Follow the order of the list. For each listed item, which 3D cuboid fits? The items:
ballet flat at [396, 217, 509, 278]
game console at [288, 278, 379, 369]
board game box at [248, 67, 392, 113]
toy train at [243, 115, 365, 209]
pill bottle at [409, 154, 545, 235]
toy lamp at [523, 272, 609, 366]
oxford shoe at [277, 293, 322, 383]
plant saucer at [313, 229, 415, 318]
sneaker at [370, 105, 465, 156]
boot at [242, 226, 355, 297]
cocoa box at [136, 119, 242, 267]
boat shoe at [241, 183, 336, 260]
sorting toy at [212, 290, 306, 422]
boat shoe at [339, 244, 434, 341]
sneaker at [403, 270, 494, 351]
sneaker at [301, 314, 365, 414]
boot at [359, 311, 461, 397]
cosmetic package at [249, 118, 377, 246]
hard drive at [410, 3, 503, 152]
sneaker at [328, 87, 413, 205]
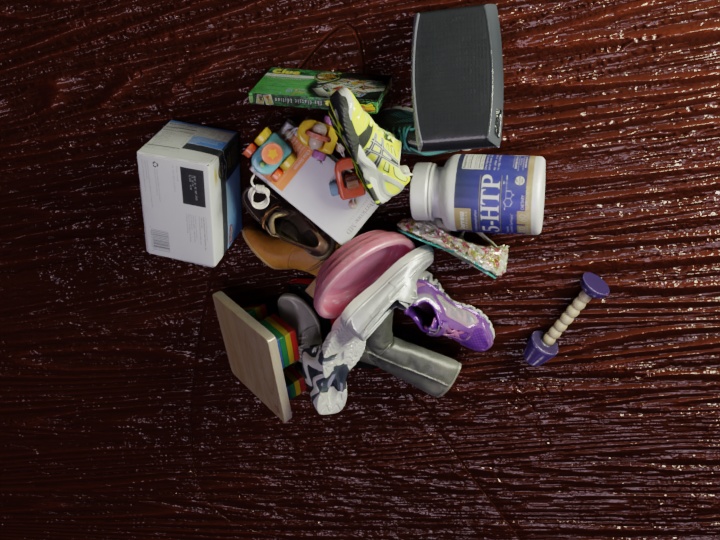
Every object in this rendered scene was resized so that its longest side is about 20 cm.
[{"bbox_3d":[0.159,-0.054,1.339,0.199,0.076,0.064,25,97,-6],"label":"ballet flat"},{"bbox_3d":[-0.038,0.102,1.526,0.175,0.031,0.201,4,124,21],"label":"game console"},{"bbox_3d":[-0.059,-0.275,1.219,0.198,0.105,0.024,7,128,13],"label":"board game box"},{"bbox_3d":[-0.082,-0.158,1.243,0.198,0.056,0.152,-8,102,-3],"label":"toy train"},{"bbox_3d":[0.182,-0.119,1.243,0.198,0.120,0.121,3,125,15],"label":"pill bottle"},{"bbox_3d":[0.345,0.089,1.377,0.058,0.058,0.201,28,125,-3],"label":"toy lamp"},{"bbox_3d":[-0.111,0.133,1.523,0.075,0.058,0.201,0,122,25],"label":"oxford shoe"},{"bbox_3d":[0.000,0.000,1.356,0.051,0.200,0.201,54,130,21],"label":"plant saucer"},{"bbox_3d":[0.080,-0.209,1.224,0.198,0.091,0.078,-2,107,18],"label":"sneaker"},{"bbox_3d":[-0.096,-0.052,1.418,0.201,0.071,0.144,39,117,-8],"label":"boot"},{"bbox_3d":[-0.285,-0.132,1.371,0.132,0.132,0.201,11,126,10],"label":"cocoa box"},{"bbox_3d":[-0.131,-0.088,1.355,0.200,0.072,0.072,39,99,20],"label":"boat shoe"},{"bbox_3d":[-0.185,0.150,1.527,0.198,0.069,0.201,33,141,43],"label":"sorting toy"},{"bbox_3d":[0.058,0.039,1.343,0.069,0.200,0.072,47,163,16],"label":"boat shoe"},{"bbox_3d":[0.148,0.089,1.418,0.199,0.089,0.081,36,125,-10],"label":"sneaker"},{"bbox_3d":[-0.058,0.142,1.443,0.079,0.130,0.201,-4,118,-26],"label":"sneaker"},{"bbox_3d":[0.090,0.143,1.452,0.199,0.073,0.182,27,140,-2],"label":"boot"},{"bbox_3d":[-0.072,-0.143,1.314,0.200,0.071,0.102,38,100,-11],"label":"cosmetic package"},{"bbox_3d":[0.134,-0.273,1.140,0.134,0.042,0.202,-1,92,18],"label":"hard drive"},{"bbox_3d":[0.014,-0.190,1.178,0.076,0.076,0.201,-30,134,-2],"label":"sneaker"}]
